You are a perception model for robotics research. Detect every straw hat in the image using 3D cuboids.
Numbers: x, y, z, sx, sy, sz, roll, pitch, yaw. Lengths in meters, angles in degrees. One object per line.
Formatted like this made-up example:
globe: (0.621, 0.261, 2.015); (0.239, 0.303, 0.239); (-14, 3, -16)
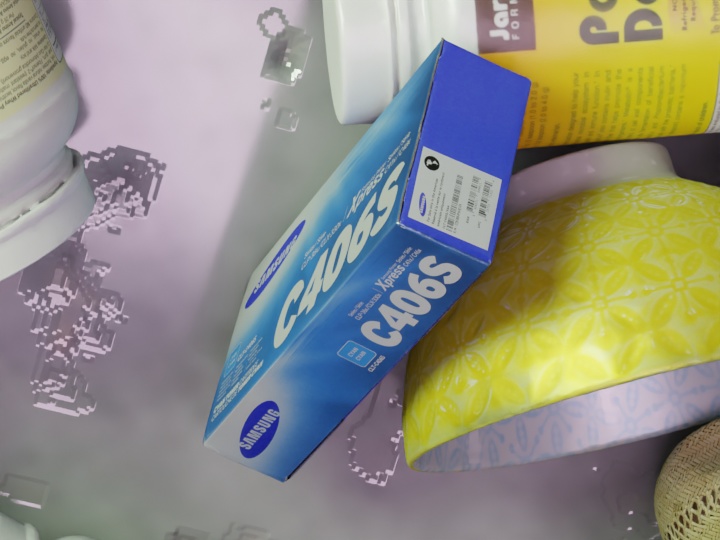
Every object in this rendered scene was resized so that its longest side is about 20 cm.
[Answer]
straw hat: (0.177, 0.109, 1.263); (0.200, 0.201, 0.085); (-29, 67, 3)

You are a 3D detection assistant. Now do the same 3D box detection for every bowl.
bowl: (0.104, 0.009, 1.197); (0.199, 0.200, 0.108); (-13, 79, -2)

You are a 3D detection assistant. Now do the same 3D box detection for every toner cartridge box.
toner cartridge box: (0.000, 0.000, 1.156); (0.043, 0.095, 0.200); (25, 143, -12)

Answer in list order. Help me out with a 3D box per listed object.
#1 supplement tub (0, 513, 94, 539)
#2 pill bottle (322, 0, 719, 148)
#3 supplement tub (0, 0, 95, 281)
supplement tub: (-0.105, 0.206, 1.230); (0.199, 0.145, 0.145); (32, 101, -15)
pill bottle: (0.086, -0.107, 1.180); (0.198, 0.109, 0.110); (-5, 108, -5)
supplement tub: (-0.200, -0.094, 1.133); (0.144, 0.145, 0.201); (-22, 108, 1)
